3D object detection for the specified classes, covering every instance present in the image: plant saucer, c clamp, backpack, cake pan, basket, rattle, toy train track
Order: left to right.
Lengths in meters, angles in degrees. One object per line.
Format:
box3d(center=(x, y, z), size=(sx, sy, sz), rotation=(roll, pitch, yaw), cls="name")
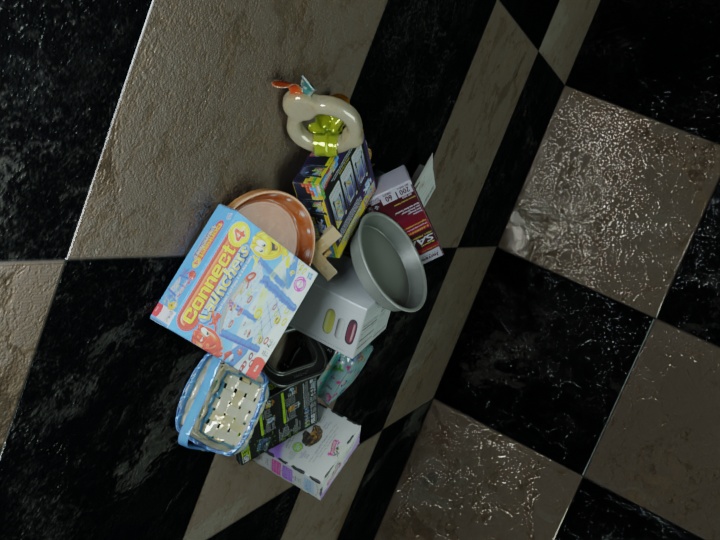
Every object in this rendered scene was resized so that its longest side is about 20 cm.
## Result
box3d(center=(-0.236, 0.222, 1.509), size=(0.200, 0.138, 0.178), rotation=(79, 33, -71), cls="basket")
box3d(center=(-0.161, -0.033, 1.447), size=(0.198, 0.032, 0.203), rotation=(-17, 119, -33), cls="plant saucer")
box3d(center=(-0.141, 0.139, 1.742), size=(0.027, 0.172, 0.199), rotation=(-36, 171, 38), cls="c clamp")
box3d(center=(-0.116, -0.005, 1.537), size=(0.200, 0.033, 0.115), rotation=(-42, 118, 0), cls="toy train track")
box3d(center=(-0.068, -0.287, 1.451), size=(0.200, 0.129, 0.144), rotation=(44, 58, -44), cls="rattle")
box3d(center=(-0.063, 0.178, 1.959), size=(0.179, 0.150, 0.200), rotation=(-58, 176, 26), cls="backpack")
box3d(center=(0.050, -0.011, 1.677), size=(0.036, 0.202, 0.200), rotation=(-28, -177, 31), cls="cake pan")

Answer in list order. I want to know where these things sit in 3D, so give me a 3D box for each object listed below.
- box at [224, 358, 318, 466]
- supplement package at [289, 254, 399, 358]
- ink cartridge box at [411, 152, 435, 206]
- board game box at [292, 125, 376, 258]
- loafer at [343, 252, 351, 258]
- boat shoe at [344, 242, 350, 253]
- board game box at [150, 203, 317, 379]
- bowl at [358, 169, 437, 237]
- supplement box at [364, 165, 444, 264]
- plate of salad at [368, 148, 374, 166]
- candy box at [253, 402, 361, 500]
box3d(center=(-0.175, 0.285, 1.809), size=(0.191, 0.048, 0.201), rotation=(-25, 146, -19), cls="box")
box3d(center=(-0.054, 0.050, 1.713), size=(0.156, 0.198, 0.112), rotation=(-36, 147, -58), cls="supplement package")
box3d(center=(0.116, -0.169, 2.175), size=(0.201, 0.044, 0.177), rotation=(-60, 163, -18), cls="ink cartridge box")
box3d(center=(-0.042, -0.151, 1.606), size=(0.201, 0.056, 0.167), rotation=(-63, 150, -41), cls="board game box")
box3d(center=(0.000, 0.000, 1.833), size=(0.071, 0.197, 0.074), rotation=(145, -42, -68), cls="loafer")
box3d(center=(-0.063, 0.026, 1.891), size=(0.200, 0.072, 0.068), rotation=(-49, 163, -19), cls="boat shoe")
box3d(center=(-0.188, 0.036, 1.385), size=(0.195, 0.056, 0.202), rotation=(38, 79, -42), cls="board game box")
box3d(center=(0.061, -0.102, 1.909), size=(0.105, 0.201, 0.201), rotation=(-42, 159, -5), cls="bowl")
box3d(center=(0.079, -0.096, 1.779), size=(0.061, 0.108, 0.201), rotation=(-107, 170, -51), cls="supplement box")
box3d(center=(-0.028, -0.164, 1.760), size=(0.201, 0.048, 0.201), rotation=(-55, 161, -30), cls="plate of salad")
box3d(center=(-0.123, 0.364, 1.930), size=(0.168, 0.198, 0.072), rotation=(-49, 157, -38), cls="candy box")
